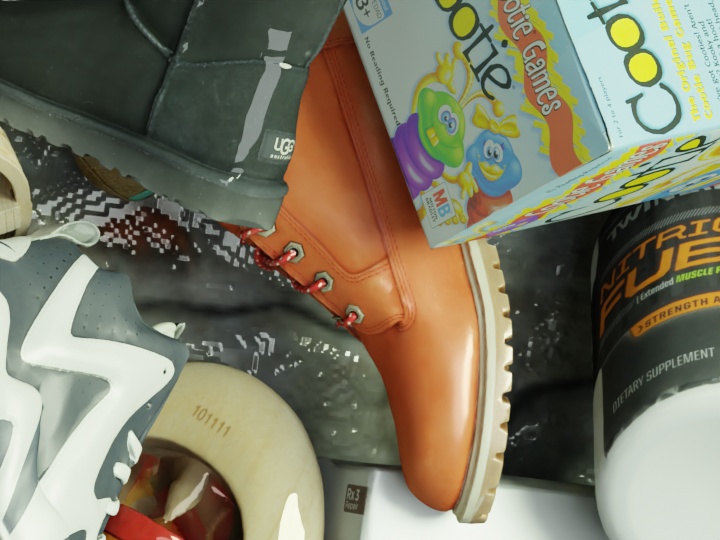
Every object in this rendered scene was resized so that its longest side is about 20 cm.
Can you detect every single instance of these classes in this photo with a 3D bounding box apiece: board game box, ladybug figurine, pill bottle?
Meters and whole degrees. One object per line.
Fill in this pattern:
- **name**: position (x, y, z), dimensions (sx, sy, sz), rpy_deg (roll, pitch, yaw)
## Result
- **board game box**: position (0.109, -0.086, 1.073), dimensions (0.200, 0.103, 0.105), rpy_deg (-12, 79, -41)
- **ladybug figurine**: position (-0.089, 0.131, 1.143), dimensions (0.136, 0.072, 0.200), rpy_deg (33, 83, 17)
- **pill bottle**: position (0.142, 0.027, 1.155), dimensions (0.106, 0.200, 0.107), rpy_deg (1, 125, 2)

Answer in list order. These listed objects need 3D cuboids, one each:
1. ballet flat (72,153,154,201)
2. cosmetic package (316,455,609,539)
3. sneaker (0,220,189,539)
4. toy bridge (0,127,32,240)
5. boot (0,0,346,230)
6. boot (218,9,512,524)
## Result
- **ballet flat**: position (-0.079, -0.125, 1.127), dimensions (0.068, 0.072, 0.201), rpy_deg (-1, 96, -32)
- **cosmetic package**: position (0.070, 0.124, 1.186), dimensions (0.199, 0.113, 0.081), rpy_deg (7, 87, -18)
- **sneaker**: position (-0.103, 0.073, 1.083), dimensions (0.129, 0.079, 0.200), rpy_deg (-29, 102, -39)
- **toy bridge**: position (-0.154, -0.019, 1.069), dimensions (0.067, 0.200, 0.027), rpy_deg (-21, 65, -14)
- **boot**: position (-0.062, -0.137, 1.052), dimensions (0.066, 0.164, 0.201), rpy_deg (-1, 113, -63)
- **boot**: position (0.000, 0.000, 1.103), dimensions (0.107, 0.075, 0.201), rpy_deg (-8, 80, -9)
